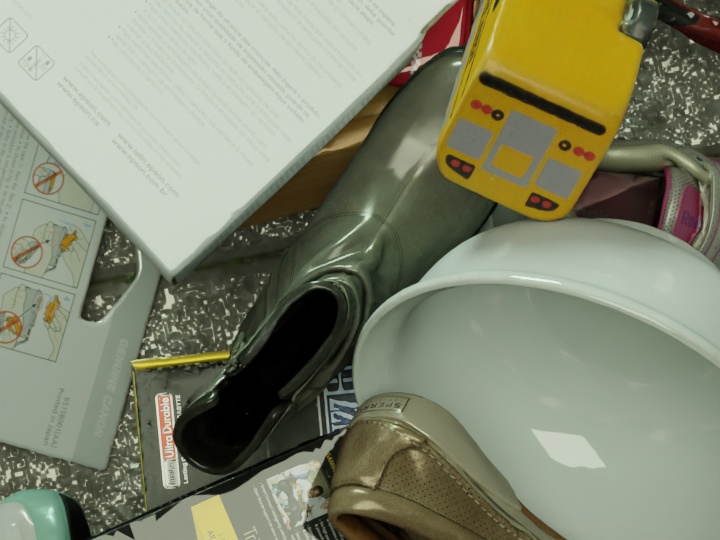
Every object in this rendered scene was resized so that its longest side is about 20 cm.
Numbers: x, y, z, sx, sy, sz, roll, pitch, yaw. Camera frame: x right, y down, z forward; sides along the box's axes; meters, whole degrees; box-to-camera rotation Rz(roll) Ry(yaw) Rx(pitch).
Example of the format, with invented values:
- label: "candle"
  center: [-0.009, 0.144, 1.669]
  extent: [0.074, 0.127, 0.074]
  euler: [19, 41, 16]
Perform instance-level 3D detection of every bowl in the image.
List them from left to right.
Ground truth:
- label: "bowl"
  center: [0.104, 0.042, 1.043]
  extent: [0.200, 0.201, 0.091]
  euler: [24, 54, 5]

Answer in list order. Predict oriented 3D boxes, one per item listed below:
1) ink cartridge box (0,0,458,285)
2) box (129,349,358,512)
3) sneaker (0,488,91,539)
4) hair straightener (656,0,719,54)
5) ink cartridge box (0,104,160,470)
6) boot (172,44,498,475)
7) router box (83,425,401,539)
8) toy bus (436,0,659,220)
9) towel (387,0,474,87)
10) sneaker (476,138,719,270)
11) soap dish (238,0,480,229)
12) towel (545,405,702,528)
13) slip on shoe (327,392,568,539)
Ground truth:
- label: "ink cartridge box"
  center: [-0.078, -0.132, 1.067]
  extent: [0.200, 0.041, 0.200]
  euler: [-43, 88, -4]
- label: "box"
  center: [-0.020, 0.134, 1.154]
  extent: [0.159, 0.049, 0.201]
  euler: [-6, 84, 1]
- label: "sneaker"
  center: [-0.181, 0.213, 1.147]
  extent: [0.139, 0.078, 0.201]
  euler: [-14, 76, 4]
- label: "hair straightener"
  center: [0.153, -0.151, 1.152]
  extent: [0.199, 0.041, 0.077]
  euler: [22, 85, -9]
- label: "ink cartridge box"
  center: [-0.182, -0.020, 1.180]
  extent: [0.173, 0.044, 0.201]
  euler: [17, 85, -20]
- label: "boot"
  center: [0.000, 0.000, 1.052]
  extent: [0.068, 0.131, 0.200]
  euler: [36, 106, -1]
- label: "router box"
  center: [-0.037, 0.191, 1.089]
  extent: [0.157, 0.052, 0.201]
  euler: [-22, 86, -8]
- label: "toy bus"
  center: [0.088, -0.115, 1.044]
  extent: [0.065, 0.200, 0.078]
  euler: [23, 130, -4]
- label: "towel"
  center: [-0.041, -0.160, 1.101]
  extent: [0.199, 0.022, 0.145]
  euler: [6, 85, -2]
- label: "sneaker"
  center: [0.149, -0.015, 1.126]
  extent: [0.199, 0.088, 0.082]
  euler: [7, 85, -15]
- label: "soap dish"
  center: [-0.025, -0.112, 1.149]
  extent: [0.199, 0.081, 0.158]
  euler: [-16, 85, -5]
- label: "towel"
  center: [0.160, 0.081, 1.121]
  extent: [0.199, 0.049, 0.112]
  euler: [-16, 74, 17]
- label: "slip on shoe"
  center: [0.060, 0.137, 1.059]
  extent: [0.200, 0.076, 0.061]
  euler: [49, 48, -27]
